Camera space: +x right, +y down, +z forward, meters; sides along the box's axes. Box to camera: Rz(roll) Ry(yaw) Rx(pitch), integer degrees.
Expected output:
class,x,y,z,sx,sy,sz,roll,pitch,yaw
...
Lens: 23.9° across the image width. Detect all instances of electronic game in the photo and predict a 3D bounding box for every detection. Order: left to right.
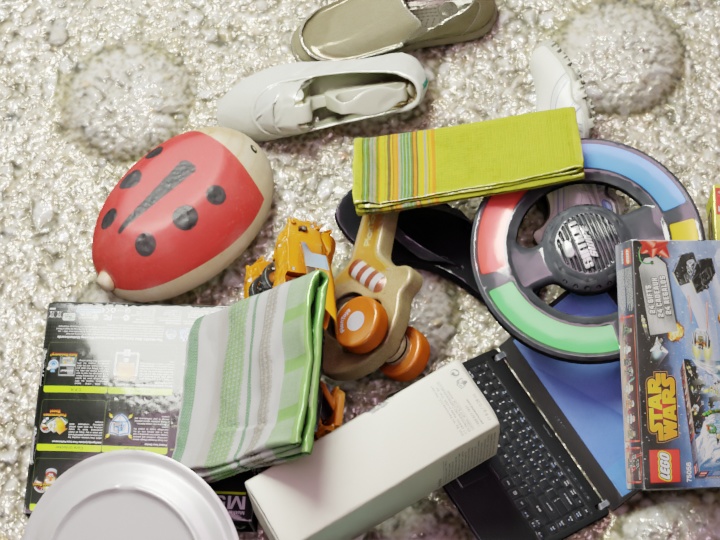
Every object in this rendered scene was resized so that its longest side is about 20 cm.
class,x,y,z,sx,sy,sz,roll,pitch,yaw
electronic game,0.192,-0.018,1.439,0.198,0.042,0.202,-1,71,4

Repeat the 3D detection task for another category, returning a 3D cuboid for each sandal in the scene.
class,x,y,z,sx,sy,sz,roll,pitch,yaw
sandal,0.071,-0.030,1.517,0.199,0.043,0.076,24,73,13

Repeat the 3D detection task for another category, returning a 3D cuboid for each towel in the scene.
class,x,y,z,sx,sy,sz,roll,pitch,yaw
towel,-0.092,0.088,1.363,0.031,0.200,0.150,14,69,-30
towel,0.090,-0.097,1.463,0.198,0.018,0.087,-9,50,7

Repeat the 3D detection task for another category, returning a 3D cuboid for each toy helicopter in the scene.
class,x,y,z,sx,sy,sz,roll,pitch,yaw
toy helicopter,0.000,0.000,1.475,0.132,0.079,0.201,-6,62,40

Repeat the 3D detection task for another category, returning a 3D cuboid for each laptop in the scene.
class,x,y,z,sx,sy,sz,roll,pitch,yaw
laptop,0.157,0.119,1.416,0.199,0.103,0.178,-20,65,-33

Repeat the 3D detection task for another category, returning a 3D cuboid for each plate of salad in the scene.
class,x,y,z,sx,sy,sz,roll,pitch,yaw
plate of salad,-0.186,0.248,1.399,0.198,0.048,0.202,-1,85,15

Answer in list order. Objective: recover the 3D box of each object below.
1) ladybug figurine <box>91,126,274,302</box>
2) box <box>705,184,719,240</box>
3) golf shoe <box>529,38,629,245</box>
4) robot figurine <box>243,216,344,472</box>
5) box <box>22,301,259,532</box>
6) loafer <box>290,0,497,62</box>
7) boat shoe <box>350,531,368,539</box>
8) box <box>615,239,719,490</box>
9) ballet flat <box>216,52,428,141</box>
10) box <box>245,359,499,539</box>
class,x,y,z,sx,sy,sz,roll,pitch,yaw
ladybug figurine,-0.162,-0.057,1.516,0.135,0.072,0.200,30,65,23
box,0.342,0.025,1.473,0.075,0.050,0.202,1,68,5
golf shoe,0.169,-0.113,1.530,0.097,0.078,0.201,-16,67,4
robot figurine,-0.056,0.067,1.407,0.058,0.145,0.201,8,61,-25
box,-0.181,0.125,1.474,0.198,0.048,0.195,1,71,3
loafer,0.029,-0.239,1.590,0.199,0.068,0.076,-16,68,-2
boat shoe,-0.057,0.257,1.396,0.071,0.070,0.201,32,77,5
box,0.280,0.076,1.383,0.136,0.040,0.202,0,83,-14
ballet flat,-0.034,-0.156,1.556,0.198,0.070,0.070,-11,68,-3
box,0.011,0.157,1.358,0.199,0.082,0.069,-28,67,-12
